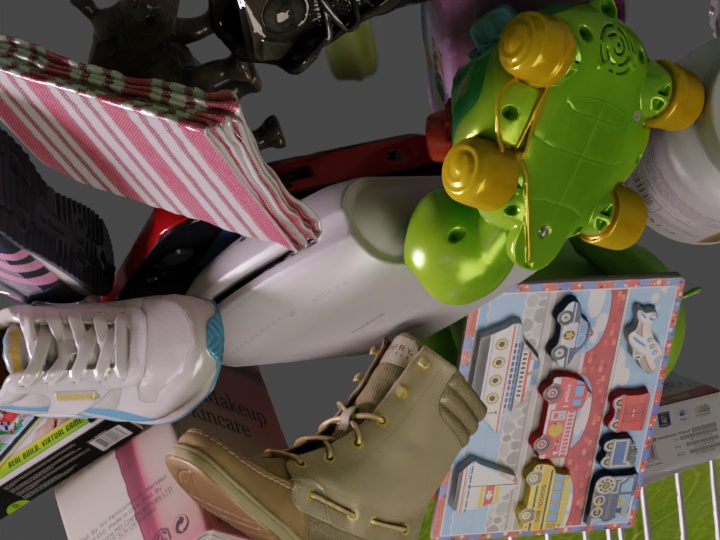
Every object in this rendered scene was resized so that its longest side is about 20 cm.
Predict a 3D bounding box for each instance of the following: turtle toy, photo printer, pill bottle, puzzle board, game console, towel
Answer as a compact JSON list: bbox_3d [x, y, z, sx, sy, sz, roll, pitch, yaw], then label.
[{"bbox_3d":[0.092,-0.068,1.485,0.146,0.101,0.200,16,104,-41],"label":"turtle toy"},{"bbox_3d":[0.000,0.000,1.609,0.166,0.070,0.200,-32,162,38],"label":"photo printer"},{"bbox_3d":[0.227,-0.082,1.582,0.114,0.115,0.200,-16,176,-9],"label":"pill bottle"},{"bbox_3d":[0.131,0.094,1.750,0.150,0.017,0.200,-3,120,-20],"label":"puzzle board"},{"bbox_3d":[-0.053,-0.022,1.643,0.200,0.031,0.177,-12,158,-26],"label":"game console"},{"bbox_3d":[-0.127,-0.076,1.470,0.030,0.200,0.146,-62,151,-17],"label":"towel"}]

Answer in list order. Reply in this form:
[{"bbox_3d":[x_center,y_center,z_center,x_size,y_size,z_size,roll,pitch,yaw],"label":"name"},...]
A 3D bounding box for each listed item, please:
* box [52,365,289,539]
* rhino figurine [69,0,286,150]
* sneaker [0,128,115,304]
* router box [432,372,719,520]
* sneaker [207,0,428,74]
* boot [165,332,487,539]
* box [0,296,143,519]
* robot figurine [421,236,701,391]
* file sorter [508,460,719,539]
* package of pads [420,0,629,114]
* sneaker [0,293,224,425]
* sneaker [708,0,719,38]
[{"bbox_3d":[-0.121,0.129,1.713,0.109,0.200,0.128,-38,143,23],"label":"box"},{"bbox_3d":[-0.110,-0.115,1.494,0.087,0.060,0.200,-23,151,3],"label":"rhino figurine"},{"bbox_3d":[-0.222,-0.028,1.550,0.082,0.070,0.200,-10,150,20],"label":"sneaker"},{"bbox_3d":[0.137,0.118,1.888,0.200,0.049,0.179,-13,-171,-14],"label":"router box"},{"bbox_3d":[0.003,-0.158,1.406,0.199,0.114,0.076,-13,113,25],"label":"sneaker"},{"bbox_3d":[-0.016,0.101,1.603,0.200,0.073,0.156,36,80,-37],"label":"boot"},{"bbox_3d":[-0.241,0.103,1.692,0.200,0.110,0.035,-33,145,15],"label":"box"},{"bbox_3d":[0.136,0.038,1.807,0.200,0.116,0.176,-2,148,-29],"label":"robot figurine"},{"bbox_3d":[0.190,0.194,1.957,0.139,0.125,0.200,-3,-172,41],"label":"file sorter"},{"bbox_3d":[0.098,-0.150,1.553,0.120,0.076,0.200,-16,146,-4],"label":"package of pads"},{"bbox_3d":[-0.166,0.054,1.579,0.200,0.077,0.081,-11,164,37],"label":"sneaker"},{"bbox_3d":[0.265,-0.159,1.624,0.074,0.088,0.200,-18,147,-6],"label":"sneaker"}]
